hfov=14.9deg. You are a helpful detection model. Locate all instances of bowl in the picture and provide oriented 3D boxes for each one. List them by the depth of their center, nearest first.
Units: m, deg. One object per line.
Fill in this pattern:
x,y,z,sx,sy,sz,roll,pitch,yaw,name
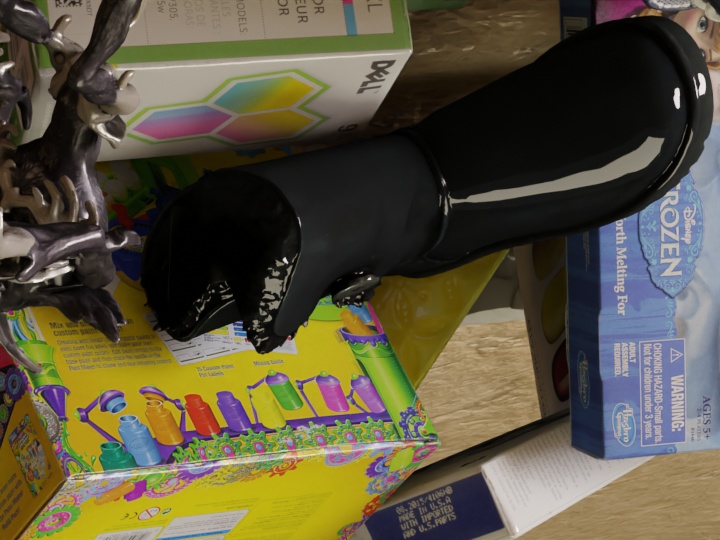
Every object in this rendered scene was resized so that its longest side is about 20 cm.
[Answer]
0.000,0.000,1.312,0.108,0.200,0.200,33,161,1,bowl

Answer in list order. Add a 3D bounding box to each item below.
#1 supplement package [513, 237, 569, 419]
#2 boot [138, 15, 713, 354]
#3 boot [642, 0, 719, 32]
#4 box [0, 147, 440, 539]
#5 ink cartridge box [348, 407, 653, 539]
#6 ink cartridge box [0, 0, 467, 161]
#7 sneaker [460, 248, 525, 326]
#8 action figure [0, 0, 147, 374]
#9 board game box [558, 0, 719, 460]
0.153,0.003,1.337,0.109,0.114,0.200,-5,163,-11,supplement package
0.024,-0.031,1.097,0.200,0.076,0.168,-26,175,43,boot
0.139,-0.117,1.040,0.073,0.090,0.200,-7,165,-6,boot
-0.107,0.034,1.179,0.200,0.193,0.122,-2,146,-41,box
0.056,0.104,1.309,0.200,0.041,0.200,-25,176,42,ink cartridge box
-0.038,-0.091,1.093,0.200,0.059,0.104,-5,164,-14,ink cartridge box
0.080,-0.006,1.482,0.200,0.077,0.081,-5,177,0,sneaker
-0.123,-0.050,0.965,0.102,0.119,0.200,-6,128,-43,action figure
0.188,-0.026,1.199,0.199,0.200,0.043,-5,-172,-17,board game box
